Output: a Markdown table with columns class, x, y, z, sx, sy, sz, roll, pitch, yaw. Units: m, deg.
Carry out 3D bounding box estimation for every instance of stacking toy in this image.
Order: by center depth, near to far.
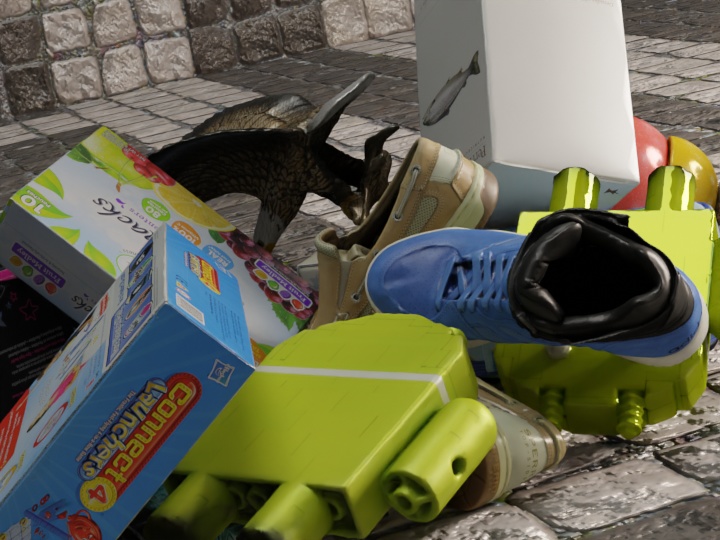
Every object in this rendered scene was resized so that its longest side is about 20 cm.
| class | x | y | z | sx | sy | sz | roll | pitch | yaw |
| --- | --- | --- | --- | --- | --- | --- | --- | --- | --- |
| stacking toy | 0.230 | -0.065 | 1.428 | 0.199 | 0.147 | 0.146 | 8 | 16 | 6 |

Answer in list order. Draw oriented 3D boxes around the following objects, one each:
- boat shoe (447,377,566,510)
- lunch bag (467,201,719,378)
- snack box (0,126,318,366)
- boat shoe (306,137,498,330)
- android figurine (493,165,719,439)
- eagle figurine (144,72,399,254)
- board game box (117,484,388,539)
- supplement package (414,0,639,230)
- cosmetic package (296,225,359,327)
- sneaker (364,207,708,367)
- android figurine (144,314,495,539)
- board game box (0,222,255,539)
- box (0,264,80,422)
| class | x | y | z | sx | sy | sz | roll | pitch | yaw |
| --- | --- | --- | --- | --- | --- | --- | --- | --- | --- |
| boat shoe | 0.035 | 0.083 | 1.039 | 0.063 | 0.074 | 0.200 | -11 | 23 | -30 |
| lunch bag | 0.145 | 0.011 | 1.211 | 0.199 | 0.083 | 0.161 | -8 | 14 | 11 |
| snack box | -0.135 | 0.002 | 1.223 | 0.053 | 0.200 | 0.142 | -53 | 0 | 32 |
| boat shoe | 0.000 | 0.000 | 1.154 | 0.076 | 0.200 | 0.072 | 31 | 13 | -22 |
| android figurine | 0.147 | 0.019 | 1.079 | 0.182 | 0.041 | 0.200 | 1 | 49 | 18 |
| eagle figurine | -0.079 | -0.075 | 1.360 | 0.199 | 0.151 | 0.152 | 14 | -26 | 10 |
| board game box | -0.087 | 0.123 | 1.037 | 0.135 | 0.028 | 0.200 | -15 | 14 | -22 |
| supplement package | 0.115 | -0.132 | 1.302 | 0.117 | 0.201 | 0.117 | 8 | -27 | -21 |
| cosmetic package | 0.041 | -0.002 | 1.364 | 0.105 | 0.071 | 0.200 | -5 | 14 | 25 |
| sneaker | 0.086 | 0.004 | 0.998 | 0.199 | 0.077 | 0.111 | 11 | -13 | 22 |
| android figurine | -0.018 | 0.083 | 0.929 | 0.182 | 0.041 | 0.200 | -1 | 30 | 36 |
| board game box | -0.141 | 0.084 | 0.942 | 0.196 | 0.056 | 0.200 | -51 | 13 | 6 |
| box | -0.237 | 0.048 | 1.281 | 0.132 | 0.115 | 0.200 | -2 | 13 | 35 |
